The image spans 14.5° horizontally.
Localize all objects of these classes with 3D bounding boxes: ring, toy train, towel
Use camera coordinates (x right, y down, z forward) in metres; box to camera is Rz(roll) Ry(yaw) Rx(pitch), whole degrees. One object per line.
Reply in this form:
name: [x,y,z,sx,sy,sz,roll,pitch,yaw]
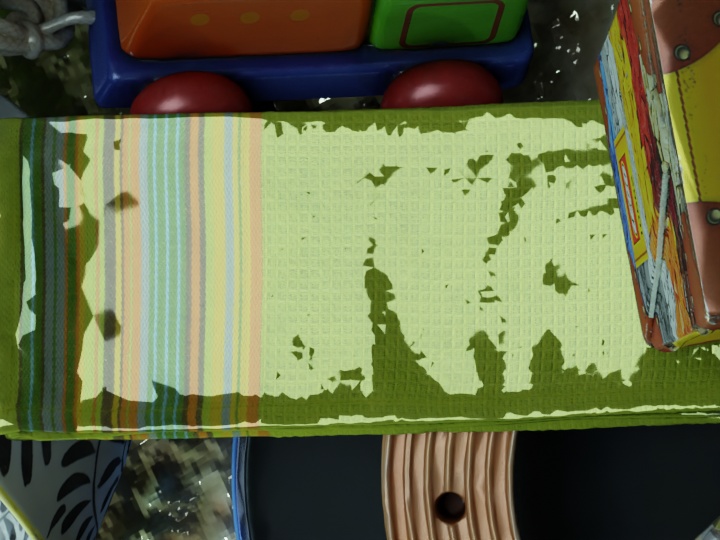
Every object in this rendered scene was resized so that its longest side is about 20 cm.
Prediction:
ring: [0.105,0.055,0.735,0.199,0.019,0.202,0,92,9]
toy train: [-0.048,-0.089,0.739,0.199,0.116,0.085,-3,64,-9]
towel: [0.000,0.000,0.732,0.199,0.018,0.087,-2,92,9]

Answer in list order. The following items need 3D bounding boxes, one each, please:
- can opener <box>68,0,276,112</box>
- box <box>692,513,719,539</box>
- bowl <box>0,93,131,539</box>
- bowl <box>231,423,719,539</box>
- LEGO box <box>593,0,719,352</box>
can opener: [-0.043,-0.048,0.809,0.078,0.063,0.201,-32,56,35]
box: [0.073,0.146,0.668,0.200,0.035,0.110,-46,68,19]
bowl: [-0.130,0.001,0.839,0.200,0.201,0.094,35,71,23]
bowl: [0.051,0.061,0.800,0.200,0.039,0.202,1,92,28]
LEGO box: [0.160,-0.038,0.638,0.199,0.149,0.078,-10,86,1]
